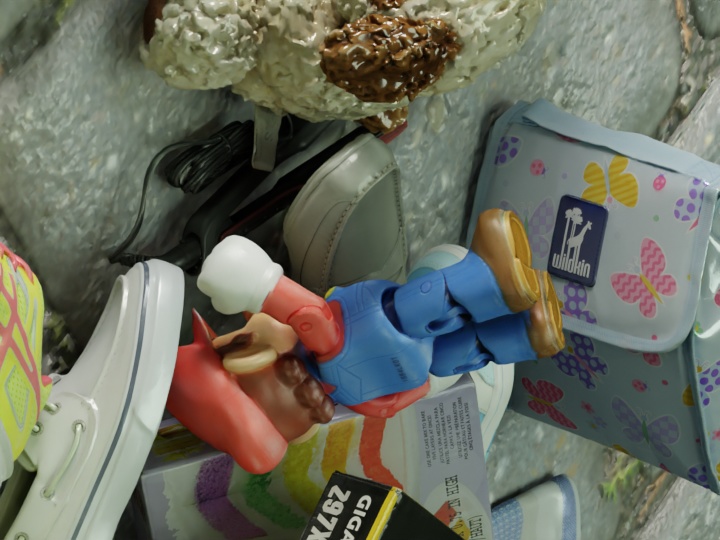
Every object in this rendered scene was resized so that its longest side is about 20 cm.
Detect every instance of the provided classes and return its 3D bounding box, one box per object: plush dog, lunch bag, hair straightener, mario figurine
[{"bbox_3d":[0.017,-0.128,1.420,0.200,0.171,0.161,-51,120,-28],"label":"plush dog"},{"bbox_3d":[0.153,0.007,1.685,0.127,0.169,0.201,-41,136,-33],"label":"lunch bag"},{"bbox_3d":[-0.059,-0.062,1.496,0.200,0.041,0.077,-35,111,-34],"label":"hair straightener"},{"bbox_3d":[-0.008,0.021,1.428,0.106,0.199,0.124,-72,143,-72],"label":"mario figurine"}]

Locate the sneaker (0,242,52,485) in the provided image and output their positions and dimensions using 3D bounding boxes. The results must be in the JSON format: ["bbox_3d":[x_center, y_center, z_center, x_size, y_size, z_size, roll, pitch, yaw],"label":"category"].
[{"bbox_3d":[-0.186,0.007,1.320,0.090,0.078,0.201,-50,144,-42],"label":"sneaker"}]

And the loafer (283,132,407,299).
[{"bbox_3d":[0.000,0.000,1.495,0.070,0.070,0.200,-40,161,-21],"label":"loafer"}]

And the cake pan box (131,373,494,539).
[{"bbox_3d":[-0.021,0.151,1.530,0.183,0.052,0.201,-13,121,-11],"label":"cake pan box"}]

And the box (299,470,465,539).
[{"bbox_3d":[0.020,0.213,1.465,0.200,0.049,0.160,41,68,-46],"label":"box"}]

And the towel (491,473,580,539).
[{"bbox_3d":[0.072,0.220,1.781,0.200,0.024,0.148,-24,121,-47],"label":"towel"}]

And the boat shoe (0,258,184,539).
[{"bbox_3d":[-0.141,0.086,1.403,0.066,0.074,0.201,18,86,-15],"label":"boat shoe"}]

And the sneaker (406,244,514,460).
[{"bbox_3d":[0.014,0.087,1.606,0.130,0.079,0.201,-5,106,-54],"label":"sneaker"}]
